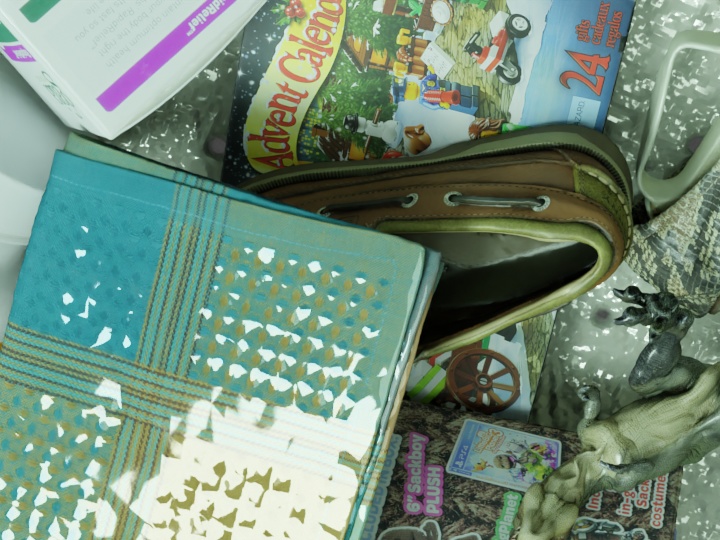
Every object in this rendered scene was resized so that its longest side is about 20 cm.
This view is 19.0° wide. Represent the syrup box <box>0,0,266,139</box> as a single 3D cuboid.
[{"bbox_3d":[-0.128,-0.144,0.739,0.081,0.079,0.200,-42,106,-8],"label":"syrup box"}]

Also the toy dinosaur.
[{"bbox_3d":[0.129,0.039,0.782,0.200,0.047,0.088,-23,140,-20],"label":"toy dinosaur"}]

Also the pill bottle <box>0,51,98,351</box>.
[{"bbox_3d":[-0.188,0.006,0.831,0.111,0.111,0.200,38,118,-12],"label":"pill bottle"}]

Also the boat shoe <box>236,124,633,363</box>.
[{"bbox_3d":[0.000,0.000,0.776,0.200,0.068,0.072,-20,114,19],"label":"boat shoe"}]

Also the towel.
[{"bbox_3d":[-0.065,0.065,0.757,0.146,0.022,0.200,18,101,14],"label":"towel"}]

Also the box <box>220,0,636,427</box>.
[{"bbox_3d":[0.017,-0.034,0.816,0.136,0.038,0.200,12,120,3],"label":"box"}]

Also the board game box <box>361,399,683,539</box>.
[{"bbox_3d":[0.014,0.139,0.855,0.200,0.097,0.160,11,136,5],"label":"board game box"}]

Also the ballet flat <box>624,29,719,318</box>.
[{"bbox_3d":[0.148,-0.069,0.763,0.075,0.068,0.200,32,123,1],"label":"ballet flat"}]
